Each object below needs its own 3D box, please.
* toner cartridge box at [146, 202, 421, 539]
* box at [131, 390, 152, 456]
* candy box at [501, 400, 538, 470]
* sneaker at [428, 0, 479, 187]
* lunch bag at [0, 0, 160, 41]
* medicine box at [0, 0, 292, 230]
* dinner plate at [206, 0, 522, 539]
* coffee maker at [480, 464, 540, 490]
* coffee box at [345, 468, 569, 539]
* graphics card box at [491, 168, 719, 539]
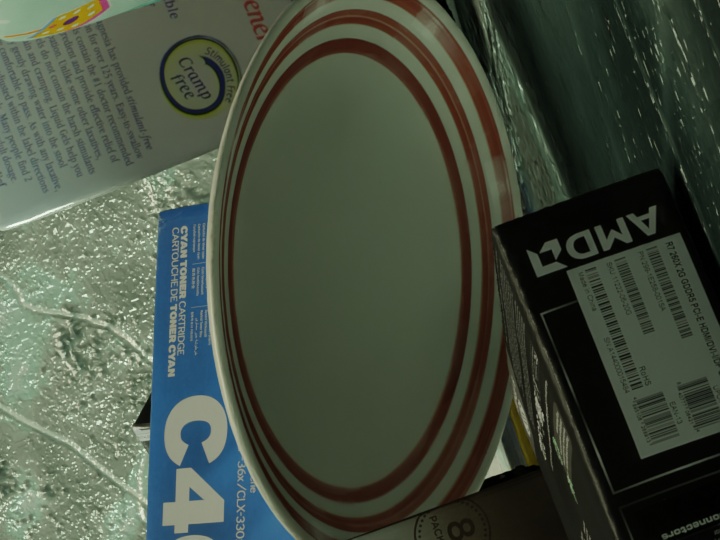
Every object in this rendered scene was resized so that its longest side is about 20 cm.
[{"bbox_3d":[-0.028,0.074,0.976,0.043,0.095,0.200,17,-110,-53],"label":"toner cartridge box"},{"bbox_3d":[-0.009,0.052,1.175,0.158,0.050,0.200,60,-143,-31],"label":"box"},{"bbox_3d":[0.054,0.011,1.157,0.102,0.026,0.200,-109,0,-81],"label":"candy box"},{"bbox_3d":[0.004,-0.030,1.033,0.074,0.081,0.200,-95,-1,-56],"label":"sneaker"},{"bbox_3d":[-0.045,-0.134,0.718,0.200,0.160,0.077,115,130,-78],"label":"lunch bag"},{"bbox_3d":[-0.082,-0.107,1.197,0.182,0.200,0.103,-126,15,-81],"label":"medicine box"},{"bbox_3d":[0.000,0.000,0.915,0.200,0.024,0.201,-1,-89,-57],"label":"dinner plate"},{"bbox_3d":[0.037,0.201,1.076,0.135,0.192,0.200,-69,-37,-73],"label":"coffee maker"},{"bbox_3d":[0.077,0.161,0.829,0.080,0.114,0.200,84,167,-79],"label":"coffee box"},{"bbox_3d":[0.090,0.089,0.691,0.126,0.051,0.200,75,174,-65],"label":"graphics card box"}]
